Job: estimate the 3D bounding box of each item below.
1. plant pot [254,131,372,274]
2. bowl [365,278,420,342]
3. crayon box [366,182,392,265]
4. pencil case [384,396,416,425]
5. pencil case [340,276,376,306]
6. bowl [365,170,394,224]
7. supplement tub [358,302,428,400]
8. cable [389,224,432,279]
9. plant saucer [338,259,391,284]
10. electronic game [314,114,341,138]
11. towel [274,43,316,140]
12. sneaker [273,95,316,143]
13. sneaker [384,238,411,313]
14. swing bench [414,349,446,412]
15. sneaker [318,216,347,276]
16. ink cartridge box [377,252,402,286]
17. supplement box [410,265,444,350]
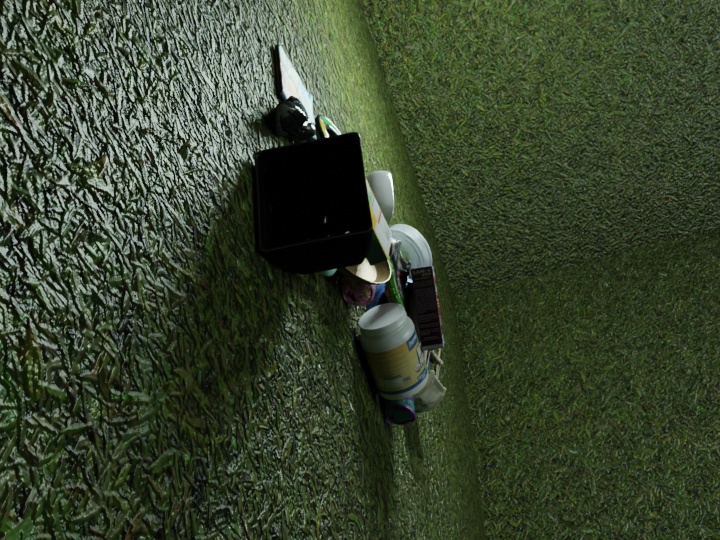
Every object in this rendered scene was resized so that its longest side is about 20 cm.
[{"bbox_3d":[-0.073,-0.102,1.111,0.178,0.193,0.205,71,10,-64],"label":"plant pot"},{"bbox_3d":[0.105,0.122,1.616,0.039,0.196,0.206,13,-56,63],"label":"bowl"},{"bbox_3d":[0.009,-0.132,1.402,0.127,0.050,0.204,-75,143,-60],"label":"crayon box"},{"bbox_3d":[0.104,0.317,1.622,0.203,0.083,0.094,-87,158,-53],"label":"pencil case"},{"bbox_3d":[0.000,0.000,1.513,0.202,0.080,0.088,-81,153,-57],"label":"pencil case"},{"bbox_3d":[0.021,-0.156,1.634,0.204,0.072,0.202,-91,-159,-46],"label":"bowl"},{"bbox_3d":[0.081,0.201,1.511,0.146,0.140,0.205,-74,147,-65],"label":"supplement tub"},{"bbox_3d":[0.119,-0.031,1.810,0.069,0.198,0.203,-25,83,-53],"label":"cable"},{"bbox_3d":[-0.015,-0.034,1.421,0.197,0.036,0.203,30,30,-19],"label":"plant saucer"},{"bbox_3d":[-0.051,-0.297,1.499,0.201,0.041,0.202,52,18,-23],"label":"electronic game"},{"bbox_3d":[-0.151,-0.415,1.433,0.200,0.021,0.151,51,28,-62],"label":"towel"},{"bbox_3d":[-0.151,-0.326,1.274,0.081,0.074,0.200,65,5,3],"label":"sneaker"},{"bbox_3d":[0.099,0.017,1.539,0.076,0.082,0.207,-166,-119,-68],"label":"sneaker"},{"bbox_3d":[0.191,0.318,1.889,0.199,0.126,0.206,53,27,-60],"label":"swing bench"},{"bbox_3d":[-0.051,-0.099,1.284,0.203,0.075,0.143,-88,-165,-52],"label":"sneaker"},{"bbox_3d":[0.073,0.038,1.702,0.068,0.113,0.206,56,23,-65],"label":"ink cartridge box"},{"bbox_3d":[0.173,0.094,1.549,0.109,0.059,0.207,-3,84,-81],"label":"supplement box"}]
